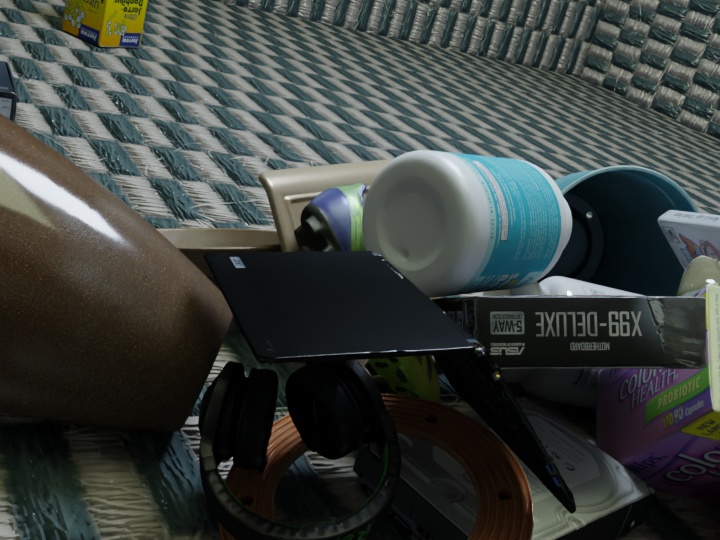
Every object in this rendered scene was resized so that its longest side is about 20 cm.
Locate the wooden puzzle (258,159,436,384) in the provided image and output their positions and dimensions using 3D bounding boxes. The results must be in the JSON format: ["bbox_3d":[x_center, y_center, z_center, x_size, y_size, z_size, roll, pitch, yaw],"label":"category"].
[{"bbox_3d":[0.000,0.000,0.832,0.037,0.203,0.183,-24,-8,42],"label":"wooden puzzle"}]

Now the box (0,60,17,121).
[{"bbox_3d":[-0.533,-0.232,1.134,0.197,0.052,0.158,5,23,-27],"label":"box"}]

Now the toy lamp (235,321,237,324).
[{"bbox_3d":[-0.025,0.025,0.873,0.197,0.059,0.058,-1,27,-36],"label":"toy lamp"}]

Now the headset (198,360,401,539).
[{"bbox_3d":[-0.047,0.098,0.599,0.121,0.095,0.202,-5,47,-15],"label":"headset"}]

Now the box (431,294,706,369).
[{"bbox_3d":[0.143,0.044,0.691,0.155,0.051,0.200,0,-2,-5],"label":"box"}]

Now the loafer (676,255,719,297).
[{"bbox_3d":[0.330,0.055,0.786,0.200,0.074,0.071,43,47,-37],"label":"loafer"}]

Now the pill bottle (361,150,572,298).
[{"bbox_3d":[0.100,-0.038,0.759,0.110,0.112,0.198,31,22,35],"label":"pill bottle"}]

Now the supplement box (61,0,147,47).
[{"bbox_3d":[-0.467,-0.530,1.709,0.108,0.203,0.109,25,23,25],"label":"supplement box"}]

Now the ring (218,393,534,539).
[{"bbox_3d":[0.010,0.148,0.579,0.196,0.020,0.201,0,31,0],"label":"ring"}]

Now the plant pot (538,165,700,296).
[{"bbox_3d":[0.245,-0.015,1.010,0.197,0.204,0.188,12,6,-11],"label":"plant pot"}]

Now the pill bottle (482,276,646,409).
[{"bbox_3d":[0.212,0.070,0.856,0.197,0.115,0.114,12,21,-11],"label":"pill bottle"}]

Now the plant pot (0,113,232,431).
[{"bbox_3d":[-0.192,0.025,0.616,0.198,0.189,0.187,26,19,-10],"label":"plant pot"}]

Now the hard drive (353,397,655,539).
[{"bbox_3d":[0.108,0.156,0.674,0.198,0.038,0.139,-6,30,-43],"label":"hard drive"}]

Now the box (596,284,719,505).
[{"bbox_3d":[0.311,0.113,0.713,0.197,0.176,0.098,14,61,-8],"label":"box"}]

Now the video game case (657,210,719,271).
[{"bbox_3d":[0.367,0.037,0.846,0.202,0.024,0.182,58,-3,-10],"label":"video game case"}]

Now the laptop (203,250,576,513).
[{"bbox_3d":[0.013,0.063,0.562,0.103,0.201,0.177,-35,25,-4],"label":"laptop"}]

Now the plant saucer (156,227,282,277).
[{"bbox_3d":[-0.144,-0.018,0.850,0.196,0.030,0.200,1,6,0],"label":"plant saucer"}]

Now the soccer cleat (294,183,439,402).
[{"bbox_3d":[0.023,0.020,0.763,0.083,0.202,0.065,-31,3,-27],"label":"soccer cleat"}]
